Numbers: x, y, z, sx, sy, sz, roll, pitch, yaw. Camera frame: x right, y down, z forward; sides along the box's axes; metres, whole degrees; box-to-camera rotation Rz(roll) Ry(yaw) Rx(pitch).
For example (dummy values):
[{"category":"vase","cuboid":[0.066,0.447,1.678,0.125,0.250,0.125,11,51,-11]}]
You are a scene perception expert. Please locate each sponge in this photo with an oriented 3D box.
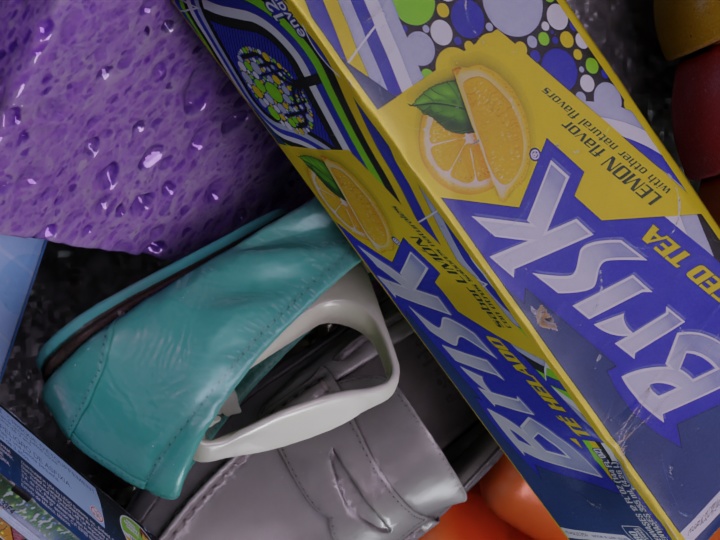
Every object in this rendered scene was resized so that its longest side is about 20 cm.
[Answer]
[{"category":"sponge","cuboid":[-0.034,-0.054,0.712,0.200,0.030,0.112,10,111,-53]}]

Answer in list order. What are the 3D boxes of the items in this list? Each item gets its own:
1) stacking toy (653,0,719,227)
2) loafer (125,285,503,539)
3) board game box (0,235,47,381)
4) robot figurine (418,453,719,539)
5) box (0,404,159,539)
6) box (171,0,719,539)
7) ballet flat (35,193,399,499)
[{"category":"stacking toy","cuboid":[0.149,-0.085,0.839,0.146,0.146,0.201,-30,96,-23]},{"category":"loafer","cuboid":[-0.001,0.053,0.729,0.200,0.070,0.070,-45,109,-22]},{"category":"board game box","cuboid":[-0.187,-0.029,0.676,0.199,0.056,0.197,20,88,-31]},{"category":"robot figurine","cuboid":[0.098,0.112,0.829,0.200,0.116,0.144,37,78,-30]},{"category":"box","cuboid":[-0.170,0.106,0.661,0.200,0.038,0.137,-37,125,11]},{"category":"box","cuboid":[0.041,-0.018,0.656,0.070,0.064,0.200,-42,105,-22]},{"category":"ballet flat","cuboid":[0.000,0.000,0.704,0.200,0.067,0.070,-37,83,-19]}]
